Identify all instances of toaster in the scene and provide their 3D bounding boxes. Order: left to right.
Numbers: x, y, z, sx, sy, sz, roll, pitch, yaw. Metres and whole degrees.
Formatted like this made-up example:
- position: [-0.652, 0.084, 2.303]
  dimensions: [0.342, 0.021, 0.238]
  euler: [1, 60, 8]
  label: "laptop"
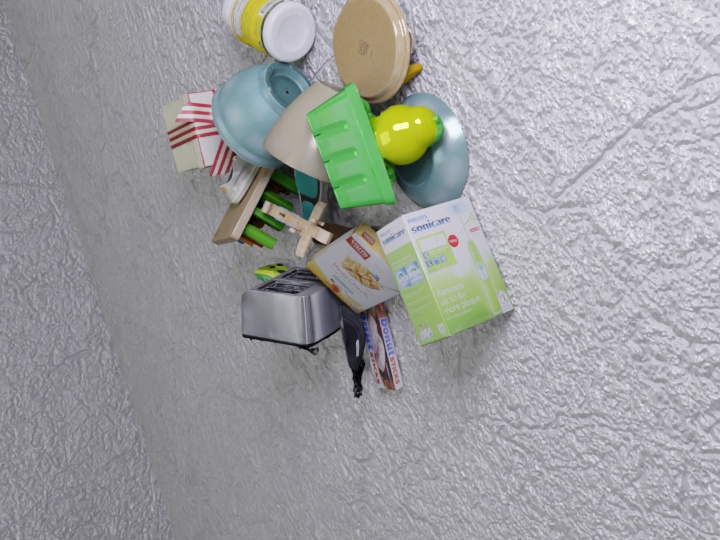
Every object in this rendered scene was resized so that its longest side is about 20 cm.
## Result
- position: [-0.125, 0.077, 1.581]
  dimensions: [0.199, 0.181, 0.119]
  euler: [6, 110, 30]
  label: "toaster"

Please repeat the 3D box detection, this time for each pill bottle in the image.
- position: [-0.185, -0.485, 1.495]
  dimensions: [0.200, 0.112, 0.113]
  euler: [37, 133, 42]
  label: "pill bottle"

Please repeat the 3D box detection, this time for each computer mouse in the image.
- position: [-0.008, 0.146, 1.564]
  dimensions: [0.141, 0.046, 0.201]
  euler: [-94, -5, -68]
  label: "computer mouse"

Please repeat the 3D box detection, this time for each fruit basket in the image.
- position: [0.031, -0.211, 1.238]
  dimensions: [0.156, 0.215, 0.217]
  euler: [-106, 7, -77]
  label: "fruit basket"

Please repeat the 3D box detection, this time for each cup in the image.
- position: [-0.056, -0.253, 1.375]
  dimensions: [0.200, 0.200, 0.144]
  euler: [40, 113, 39]
  label: "cup"

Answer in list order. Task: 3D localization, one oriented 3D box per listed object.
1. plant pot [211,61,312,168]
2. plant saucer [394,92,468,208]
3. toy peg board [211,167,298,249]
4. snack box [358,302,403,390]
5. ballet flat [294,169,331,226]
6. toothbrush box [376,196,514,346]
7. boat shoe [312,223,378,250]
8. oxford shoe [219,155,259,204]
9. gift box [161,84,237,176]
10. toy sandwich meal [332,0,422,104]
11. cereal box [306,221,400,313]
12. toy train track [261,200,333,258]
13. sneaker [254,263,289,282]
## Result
- position: [-0.170, -0.321, 1.493]
  dimensions: [0.134, 0.200, 0.201]
  euler: [-33, 78, 43]
  label: "plant pot"
- position: [0.098, -0.195, 1.289]
  dimensions: [0.201, 0.039, 0.202]
  euler: [30, 129, 45]
  label: "plant saucer"
- position: [-0.220, -0.132, 1.674]
  dimensions: [0.201, 0.098, 0.199]
  euler: [-64, 20, -12]
  label: "toy peg board"
- position: [0.037, 0.141, 1.546]
  dimensions: [0.072, 0.024, 0.201]
  euler: [-3, 102, 57]
  label: "snack box"
- position: [-0.090, -0.156, 1.536]
  dimensions: [0.069, 0.069, 0.201]
  euler: [40, 146, 39]
  label: "ballet flat"
- position: [0.136, 0.000, 1.230]
  dimensions: [0.086, 0.145, 0.201]
  euler: [-31, 78, 56]
  label: "toothbrush box"
- position: [-0.006, -0.045, 1.495]
  dimensions: [0.200, 0.071, 0.065]
  euler: [18, 155, 42]
  label: "boat shoe"
- position: [-0.240, -0.239, 1.645]
  dimensions: [0.058, 0.201, 0.075]
  euler: [31, 170, -15]
  label: "oxford shoe"
- position: [-0.335, -0.308, 1.724]
  dimensions: [0.186, 0.200, 0.185]
  euler: [0, 110, 54]
  label: "gift box"
- position: [0.027, -0.373, 1.290]
  dimensions: [0.205, 0.070, 0.206]
  euler: [22, 119, 45]
  label: "toy sandwich meal"
- position: [0.000, 0.000, 1.422]
  dimensions: [0.144, 0.040, 0.200]
  euler: [44, 148, -10]
  label: "cereal box"
- position: [-0.133, -0.098, 1.506]
  dimensions: [0.200, 0.032, 0.115]
  euler: [28, 96, 39]
  label: "toy train track"
- position: [-0.182, 0.034, 1.767]
  dimensions: [0.200, 0.074, 0.084]
  euler: [19, 116, 50]
  label: "sneaker"
